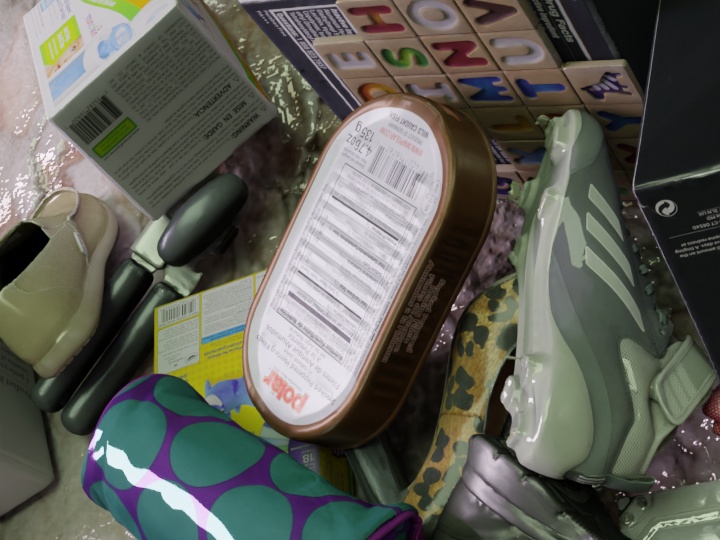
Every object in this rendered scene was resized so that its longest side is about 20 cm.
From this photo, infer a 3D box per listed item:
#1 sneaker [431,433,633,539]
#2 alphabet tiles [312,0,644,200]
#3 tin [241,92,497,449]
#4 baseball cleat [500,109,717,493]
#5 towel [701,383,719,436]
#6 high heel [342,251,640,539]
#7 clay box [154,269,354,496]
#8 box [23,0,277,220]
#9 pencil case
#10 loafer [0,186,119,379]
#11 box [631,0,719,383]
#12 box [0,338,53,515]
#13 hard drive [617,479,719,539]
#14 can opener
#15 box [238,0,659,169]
[{"bbox_3d":[0.105,0.160,0.632,0.200,0.076,0.091,40,104,48],"label":"sneaker"},{"bbox_3d":[0.075,-0.089,0.741,0.166,0.200,0.008,3,65,32],"label":"alphabet tiles"},{"bbox_3d":[0.000,0.000,0.742,0.112,0.042,0.201,37,105,48],"label":"tin"},{"bbox_3d":[0.123,0.015,0.683,0.106,0.070,0.201,14,63,-7],"label":"baseball cleat"},{"bbox_3d":[0.276,0.061,0.618,0.146,0.030,0.200,-43,47,-19],"label":"towel"},{"bbox_3d":[0.088,0.084,0.731,0.199,0.071,0.143,-33,61,11],"label":"high heel"},{"bbox_3d":[-0.065,0.101,0.818,0.114,0.048,0.201,-18,58,22],"label":"clay box"},{"bbox_3d":[-0.149,-0.142,0.935,0.112,0.101,0.200,-40,33,5],"label":"box"},{"bbox_3d":[-0.057,0.124,0.716,0.199,0.086,0.092,24,41,39],"label":"pencil case"},{"bbox_3d":[-0.209,-0.009,0.919,0.076,0.068,0.200,-44,27,13],"label":"loafer"},{"bbox_3d":[0.194,-0.055,0.647,0.078,0.142,0.201,-11,38,26],"label":"box"},{"bbox_3d":[-0.346,0.087,0.899,0.199,0.199,0.172,-33,52,14],"label":"box"},{"bbox_3d":[0.194,0.190,0.620,0.139,0.038,0.201,-14,57,24],"label":"hard drive"},{"bbox_3d":[-0.146,0.015,0.903,0.053,0.066,0.200,35,89,12],"label":"can opener"},{"bbox_3d":[0.076,-0.147,0.774,0.197,0.200,0.124,4,66,32],"label":"box"}]
